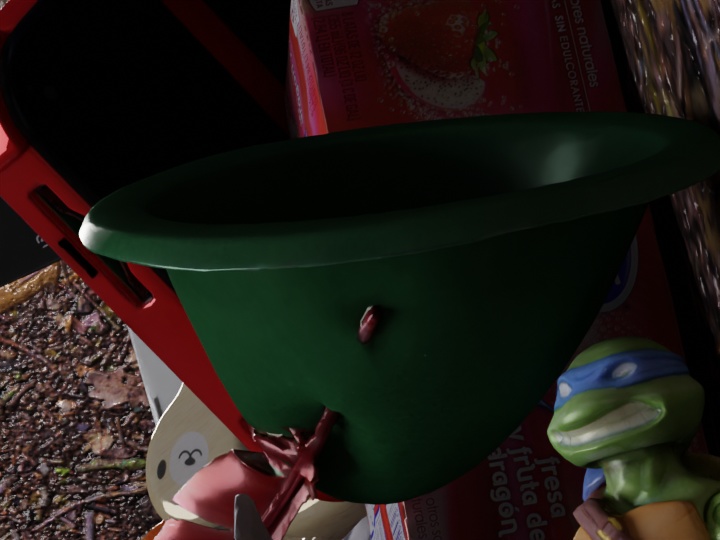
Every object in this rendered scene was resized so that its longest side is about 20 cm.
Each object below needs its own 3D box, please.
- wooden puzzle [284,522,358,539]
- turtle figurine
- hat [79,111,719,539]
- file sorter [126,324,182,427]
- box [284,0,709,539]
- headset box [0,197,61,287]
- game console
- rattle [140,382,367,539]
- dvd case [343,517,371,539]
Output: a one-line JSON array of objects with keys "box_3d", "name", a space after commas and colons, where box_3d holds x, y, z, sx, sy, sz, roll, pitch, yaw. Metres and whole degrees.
[{"box_3d": [0.000, 0.000, 1.097, 0.185, 0.037, 0.200, -48, 36, 28], "name": "wooden puzzle"}, {"box_3d": [0.066, 0.115, 0.639, 0.200, 0.144, 0.194, 85, 167, -87], "name": "turtle figurine"}, {"box_3d": [0.014, 0.057, 0.745, 0.200, 0.165, 0.176, 6, 107, 52], "name": "hat"}, {"box_3d": [-0.041, -0.013, 1.460, 0.124, 0.139, 0.200, 18, -133, -52], "name": "file sorter"}, {"box_3d": [0.039, 0.007, 0.859, 0.100, 0.095, 0.200, 101, 159, -70], "name": "box"}, {"box_3d": [-0.095, -0.067, 1.196, 0.075, 0.148, 0.200, 64, -172, -7], "name": "headset box"}, {"box_3d": [-0.029, -0.039, 0.936, 0.200, 0.031, 0.177, 47, -134, -13], "name": "game console"}, {"box_3d": [-0.062, 0.055, 1.014, 0.130, 0.200, 0.143, 52, -161, 23], "name": "rattle"}, {"box_3d": [0.013, 0.080, 1.106, 0.200, 0.016, 0.149, 30, 109, 58], "name": "dvd case"}]
